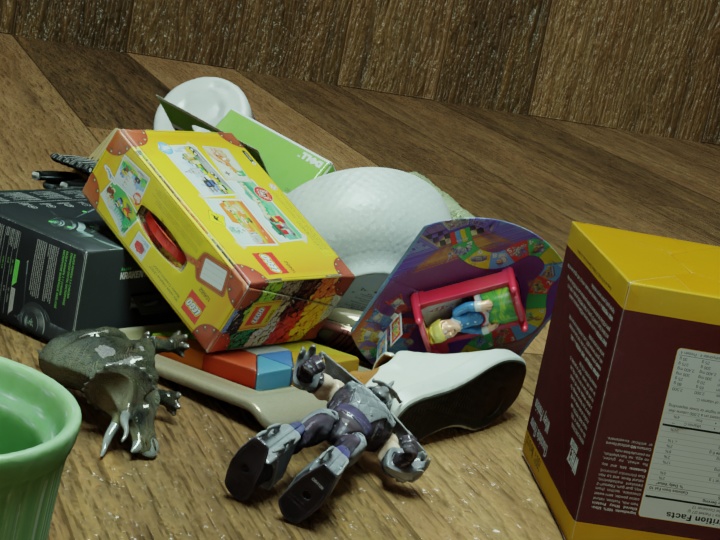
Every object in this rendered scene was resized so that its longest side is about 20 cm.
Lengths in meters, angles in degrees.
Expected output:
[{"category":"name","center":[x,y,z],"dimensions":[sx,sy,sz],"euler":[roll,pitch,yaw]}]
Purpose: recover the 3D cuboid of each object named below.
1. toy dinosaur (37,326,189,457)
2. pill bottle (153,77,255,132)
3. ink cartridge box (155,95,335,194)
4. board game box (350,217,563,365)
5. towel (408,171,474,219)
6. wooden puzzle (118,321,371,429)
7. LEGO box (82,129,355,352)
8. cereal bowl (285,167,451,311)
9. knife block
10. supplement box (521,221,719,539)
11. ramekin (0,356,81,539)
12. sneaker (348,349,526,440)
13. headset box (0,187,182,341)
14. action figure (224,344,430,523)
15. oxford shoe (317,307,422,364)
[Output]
[{"category":"toy dinosaur","center":[-0.198,0.071,1.202],"dimensions":[0.199,0.078,0.102],"euler":[27,13,40]},{"category":"pill bottle","center":[-0.157,-0.117,1.780],"dimensions":[0.110,0.112,0.201],"euler":[16,-26,19]},{"category":"ink cartridge box","center":[-0.101,-0.111,1.578],"dimensions":[0.147,0.076,0.201],"euler":[30,-20,30]},{"category":"board game box","center":[0.091,0.045,1.363],"dimensions":[0.157,0.201,0.039],"euler":[21,36,-21]},{"category":"towel","center":[0.128,-0.026,1.734],"dimensions":[0.148,0.036,0.200],"euler":[46,1,43]},{"category":"wooden puzzle","center":[-0.088,0.078,1.353],"dimensions":[0.199,0.038,0.184],"euler":[22,16,37]},{"category":"LEGO box","center":[-0.123,-0.031,1.373],"dimensions":[0.148,0.077,0.200],"euler":[-4,46,-52]},{"category":"cereal bowl","center":[0.000,0.000,1.484],"dimensions":[0.198,0.201,0.084],"euler":[5,47,-24]},{"category":"knife block","center":[-0.286,-0.061,1.756],"dimensions":[0.063,0.201,0.176],"euler":[20,61,32]},{"category":"supplement box","center":[0.222,0.090,1.201],"dimensions":[0.131,0.203,0.197],"euler":[9,13,-7]},{"category":"ramekin","center":[-0.265,0.116,0.903],"dimensions":[0.197,0.099,0.200],"euler":[11,13,-3]},{"category":"sneaker","center":[0.063,0.090,1.329],"dimensions":[0.084,0.074,0.199],"euler":[33,24,33]},{"category":"headset box","center":[-0.256,-0.005,1.433],"dimensions":[0.198,0.094,0.173],"euler":[20,15,31]},{"category":"action figure","center":[-0.014,0.119,1.153],"dimensions":[0.129,0.070,0.200],"euler":[33,27,13]},{"category":"oxford shoe","center":[0.054,0.053,1.456],"dimensions":[0.198,0.076,0.070],"euler":[12,-17,-17]}]
